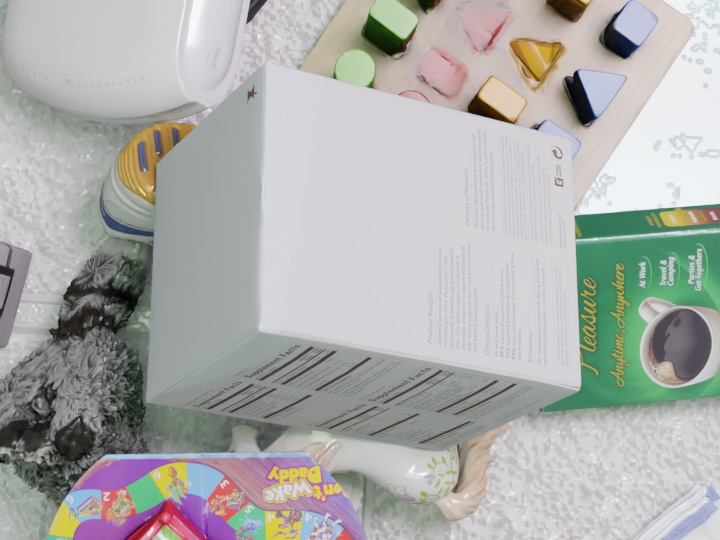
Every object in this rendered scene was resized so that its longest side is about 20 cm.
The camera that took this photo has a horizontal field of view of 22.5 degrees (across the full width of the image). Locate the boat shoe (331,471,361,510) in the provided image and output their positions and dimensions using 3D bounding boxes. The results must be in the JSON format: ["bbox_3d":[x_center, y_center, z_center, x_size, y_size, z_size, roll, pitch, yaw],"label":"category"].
[{"bbox_3d":[-0.078,0.193,1.136,0.074,0.060,0.200,39,72,9],"label":"boat shoe"}]

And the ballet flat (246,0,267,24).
[{"bbox_3d":[-0.047,-0.239,1.152,0.073,0.073,0.201,33,87,0],"label":"ballet flat"}]

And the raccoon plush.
[{"bbox_3d":[-0.143,0.093,1.135,0.201,0.096,0.134,-57,131,-24],"label":"raccoon plush"}]

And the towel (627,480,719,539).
[{"bbox_3d":[0.224,0.256,1.162,0.146,0.024,0.201,-37,89,-2],"label":"towel"}]

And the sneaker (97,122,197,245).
[{"bbox_3d":[-0.069,-0.038,1.144,0.198,0.088,0.076,15,59,-24],"label":"sneaker"}]

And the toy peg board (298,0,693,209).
[{"bbox_3d":[0.083,-0.134,1.137,0.198,0.098,0.201,35,87,0],"label":"toy peg board"}]

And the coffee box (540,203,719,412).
[{"bbox_3d":[0.205,0.020,1.137,0.198,0.044,0.124,-6,117,-2],"label":"coffee box"}]

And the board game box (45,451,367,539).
[{"bbox_3d":[-0.090,0.188,1.050,0.198,0.039,0.160,0,97,-2],"label":"board game box"}]

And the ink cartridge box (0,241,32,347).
[{"bbox_3d":[-0.270,0.000,1.068,0.115,0.200,0.068,16,87,-1],"label":"ink cartridge box"}]

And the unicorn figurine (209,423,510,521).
[{"bbox_3d":[-0.003,0.096,1.113,0.198,0.074,0.138,19,62,-4],"label":"unicorn figurine"}]

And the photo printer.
[{"bbox_3d":[-0.139,-0.191,1.113,0.165,0.069,0.202,9,87,36],"label":"photo printer"}]

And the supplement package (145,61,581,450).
[{"bbox_3d":[0.000,0.000,1.024,0.198,0.150,0.153,11,66,-27],"label":"supplement package"}]
